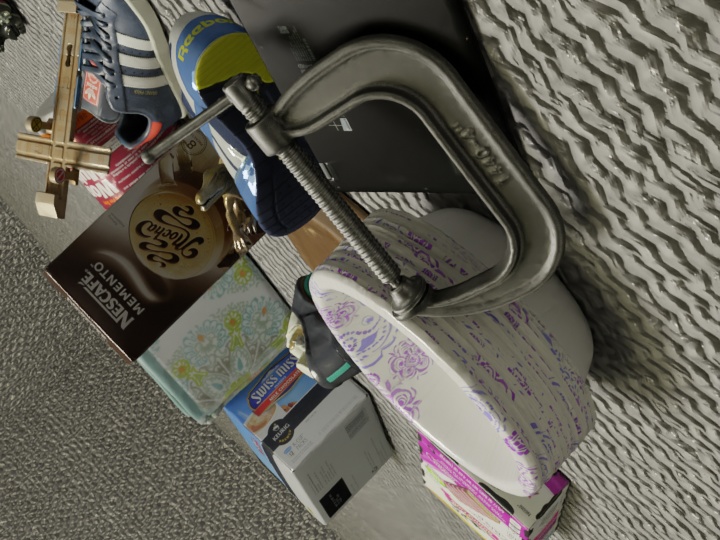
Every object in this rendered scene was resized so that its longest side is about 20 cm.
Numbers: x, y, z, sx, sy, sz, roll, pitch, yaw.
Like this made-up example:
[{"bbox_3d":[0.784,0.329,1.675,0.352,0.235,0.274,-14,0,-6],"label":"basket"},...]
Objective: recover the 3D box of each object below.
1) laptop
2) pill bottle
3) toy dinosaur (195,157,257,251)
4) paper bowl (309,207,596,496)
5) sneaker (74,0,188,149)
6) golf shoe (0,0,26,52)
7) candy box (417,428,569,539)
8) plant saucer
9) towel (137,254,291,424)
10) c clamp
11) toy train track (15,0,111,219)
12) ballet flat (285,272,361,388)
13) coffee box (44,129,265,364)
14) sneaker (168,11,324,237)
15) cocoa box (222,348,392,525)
[{"bbox_3d":[-0.006,-0.147,0.766,0.198,0.117,0.188,3,145,27],"label":"laptop"},{"bbox_3d":[-0.210,-0.101,1.307,0.201,0.110,0.109,52,165,-23],"label":"pill bottle"},{"bbox_3d":[-0.095,-0.083,1.089,0.201,0.058,0.102,-99,-8,-63],"label":"toy dinosaur"},{"bbox_3d":[0.070,0.041,0.880,0.200,0.104,0.201,43,166,13],"label":"paper bowl"},{"bbox_3d":[-0.206,-0.176,1.128,0.075,0.085,0.201,35,163,36],"label":"sneaker"},{"bbox_3d":[-0.433,-0.309,1.461,0.088,0.077,0.200,48,168,22],"label":"golf shoe"},{"bbox_3d":[0.122,0.201,1.289,0.136,0.061,0.200,41,166,19],"label":"candy box"},{"bbox_3d":[0.000,0.000,1.142,0.200,0.029,0.200,42,166,13],"label":"plant saucer"},{"bbox_3d":[-0.178,0.059,1.549,0.048,0.171,0.201,30,160,54],"label":"towel"},{"bbox_3d":[0.007,-0.043,0.737,0.200,0.170,0.027,45,-148,-16],"label":"c clamp"},{"bbox_3d":[-0.268,-0.148,1.204,0.114,0.203,0.032,11,-175,31],"label":"toy train track"},{"bbox_3d":[-0.037,0.056,1.230,0.073,0.073,0.200,50,-178,-19],"label":"ballet flat"},{"bbox_3d":[-0.171,-0.026,1.212,0.113,0.200,0.080,46,167,-5],"label":"coffee box"},{"bbox_3d":[-0.078,-0.107,0.981,0.082,0.074,0.201,42,162,40],"label":"sneaker"},{"bbox_3d":[-0.062,0.198,1.685,0.131,0.133,0.201,39,165,27],"label":"cocoa box"}]
